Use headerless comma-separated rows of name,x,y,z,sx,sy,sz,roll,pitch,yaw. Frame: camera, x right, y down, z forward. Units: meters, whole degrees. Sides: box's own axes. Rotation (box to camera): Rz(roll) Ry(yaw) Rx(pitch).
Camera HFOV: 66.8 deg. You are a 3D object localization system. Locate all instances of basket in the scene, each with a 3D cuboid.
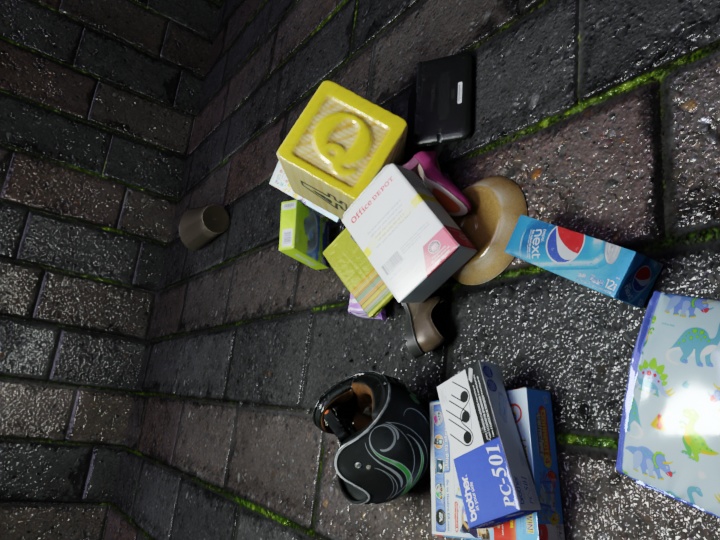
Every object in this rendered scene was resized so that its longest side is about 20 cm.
basket,-0.610,-0.183,2.147,0.200,0.136,0.181,-14,68,49

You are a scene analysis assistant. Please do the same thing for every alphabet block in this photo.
alphabet block,-0.031,-0.230,1.130,0.195,0.196,0.200,-61,-7,-11

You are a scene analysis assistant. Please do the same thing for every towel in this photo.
towel,0.000,0.000,1.107,0.086,0.018,0.200,-45,55,10

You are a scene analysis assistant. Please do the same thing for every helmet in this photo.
helmet,0.027,0.286,0.916,0.200,0.191,0.200,-26,29,16

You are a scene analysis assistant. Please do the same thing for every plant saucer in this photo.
plant saucer,0.201,-0.076,0.960,0.200,0.035,0.200,-31,51,47

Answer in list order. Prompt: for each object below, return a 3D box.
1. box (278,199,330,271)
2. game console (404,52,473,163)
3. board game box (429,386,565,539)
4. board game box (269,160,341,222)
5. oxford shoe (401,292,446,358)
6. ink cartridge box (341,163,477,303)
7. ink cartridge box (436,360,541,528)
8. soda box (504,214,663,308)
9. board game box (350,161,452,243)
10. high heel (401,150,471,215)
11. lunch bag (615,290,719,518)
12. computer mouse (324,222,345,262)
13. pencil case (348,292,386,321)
box,-0.128,-0.079,1.338,0.048,0.200,0.122,-6,73,23
game console,0.161,-0.329,1.152,0.176,0.116,0.200,-4,71,24
board game box,0.188,0.284,0.796,0.196,0.056,0.200,-25,56,49
board game box,-0.097,-0.207,1.310,0.200,0.103,0.105,31,105,16
oxford shoe,0.119,0.061,1.006,0.084,0.073,0.200,-26,49,20
ink cartridge box,0.081,-0.064,0.949,0.145,0.083,0.200,-46,63,24
ink cartridge box,0.170,0.236,0.751,0.094,0.044,0.200,-45,42,39
soda box,0.299,-0.018,0.755,0.200,0.068,0.064,33,104,57
board game box,0.080,-0.121,1.085,0.120,0.032,0.200,28,78,47
high heel,0.157,-0.170,1.005,0.096,0.067,0.200,-32,48,-16
lunch bag,0.362,0.139,0.535,0.170,0.127,0.200,10,75,57
computer mouse,-0.032,-0.024,1.278,0.110,0.044,0.200,-58,36,21
pencil case,0.029,0.004,1.148,0.085,0.084,0.200,5,79,23
